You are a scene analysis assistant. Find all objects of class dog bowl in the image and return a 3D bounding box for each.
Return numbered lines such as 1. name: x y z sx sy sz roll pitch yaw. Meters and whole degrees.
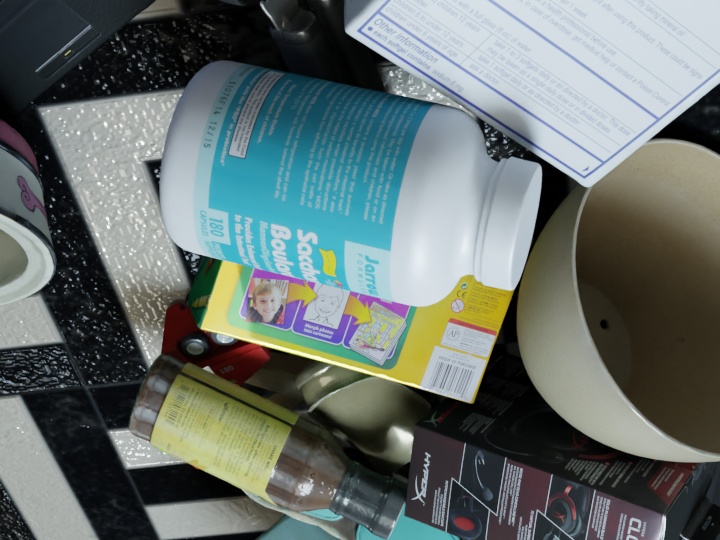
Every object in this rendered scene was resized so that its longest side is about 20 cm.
1. dog bowl: -0.284 -0.043 0.857 0.197 0.075 0.201 0 157 0

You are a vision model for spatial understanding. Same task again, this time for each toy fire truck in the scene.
1. toy fire truck: -0.072 0.067 1.029 0.198 0.049 0.141 -21 134 20

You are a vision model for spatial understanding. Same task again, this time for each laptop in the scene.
1. laptop: -0.223 -0.151 0.755 0.176 0.104 0.199 -30 129 29

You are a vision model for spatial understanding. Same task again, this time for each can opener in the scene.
1. can opener: -0.041 -0.146 0.812 0.066 0.054 0.201 15 148 34

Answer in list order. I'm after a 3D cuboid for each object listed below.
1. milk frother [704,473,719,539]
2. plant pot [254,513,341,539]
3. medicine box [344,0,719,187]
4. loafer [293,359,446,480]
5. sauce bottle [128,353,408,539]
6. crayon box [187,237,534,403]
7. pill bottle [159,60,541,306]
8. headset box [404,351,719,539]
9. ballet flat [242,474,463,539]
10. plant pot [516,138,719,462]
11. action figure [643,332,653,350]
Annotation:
1. milk frother: 0.224 0.262 1.067 0.200 0.188 0.181 47 164 8
2. plant pot: -0.011 0.280 1.099 0.197 0.199 0.200 53 127 7
3. medicine box: 0.119 -0.172 0.732 0.181 0.104 0.200 28 130 -27
4. loafer: 0.023 0.107 1.023 0.076 0.068 0.199 -34 148 18
5. sauce bottle: -0.062 0.126 0.968 0.198 0.065 0.065 26 136 4
6. crayon box: 0.000 0.000 0.911 0.197 0.058 0.120 17 102 -17
7. pill bottle: -0.003 -0.045 0.775 0.197 0.112 0.112 13 140 14
8. headset box: 0.151 0.139 0.953 0.198 0.148 0.076 17 114 25
9. ballet flat: 0.001 0.169 1.026 0.198 0.062 0.068 28 100 5
10. plant pot: 0.177 0.034 0.907 0.198 0.203 0.134 23 153 -23
11. action figure: 0.273 0.078 1.004 0.197 0.103 0.119 -18 146 16
